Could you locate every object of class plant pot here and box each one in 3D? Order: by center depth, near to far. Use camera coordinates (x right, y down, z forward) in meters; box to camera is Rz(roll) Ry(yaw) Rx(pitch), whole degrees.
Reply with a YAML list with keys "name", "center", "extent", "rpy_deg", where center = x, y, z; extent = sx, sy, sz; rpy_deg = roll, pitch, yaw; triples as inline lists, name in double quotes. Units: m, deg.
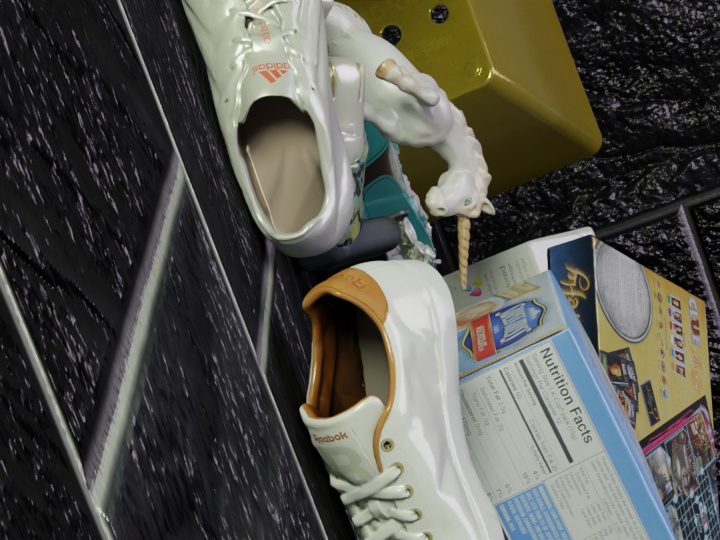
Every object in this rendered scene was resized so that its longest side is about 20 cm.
- name: "plant pot"
  center: [0.052, -0.166, 2.047]
  extent: [0.176, 0.200, 0.200]
  rpy_deg: [24, 45, -68]

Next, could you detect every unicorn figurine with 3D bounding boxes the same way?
- name: "unicorn figurine"
  center: [0.009, -0.098, 1.433]
  extent: [0.200, 0.074, 0.137]
  rpy_deg: [58, 17, 20]

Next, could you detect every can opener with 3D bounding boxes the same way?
- name: "can opener"
  center: [0.000, 0.000, 1.445]
  extent: [0.200, 0.066, 0.053]
  rpy_deg: [-14, 82, -77]

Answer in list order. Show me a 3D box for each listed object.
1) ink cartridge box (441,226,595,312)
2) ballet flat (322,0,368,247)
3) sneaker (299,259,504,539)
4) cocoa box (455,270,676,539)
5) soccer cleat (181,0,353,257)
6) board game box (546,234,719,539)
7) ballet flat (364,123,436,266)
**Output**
- name: "ink cartridge box"
  center: [0.078, 0.058, 1.647]
  extent: [0.067, 0.200, 0.116]
  rpy_deg: [-15, 83, -45]
- name: "ballet flat"
  center: [-0.035, -0.111, 1.335]
  extent: [0.074, 0.074, 0.200]
  rpy_deg: [56, 11, -74]
- name: "sneaker"
  center: [0.009, 0.097, 1.150]
  extent: [0.085, 0.073, 0.201]
  rpy_deg: [-5, 81, -51]
- name: "cocoa box"
  center: [0.077, 0.096, 1.352]
  extent: [0.134, 0.131, 0.200]
  rpy_deg: [63, 5, -7]
- name: "soccer cleat"
  center: [-0.046, -0.104, 1.227]
  extent: [0.078, 0.069, 0.200]
  rpy_deg: [-21, 94, -83]
- name: "board game box"
  center: [0.166, 0.095, 1.532]
  extent: [0.135, 0.035, 0.200]
  rpy_deg: [27, 54, -47]
- name: "ballet flat"
  center: [-0.010, -0.068, 1.650]
  extent: [0.072, 0.072, 0.200]
  rpy_deg: [-103, 175, -56]
